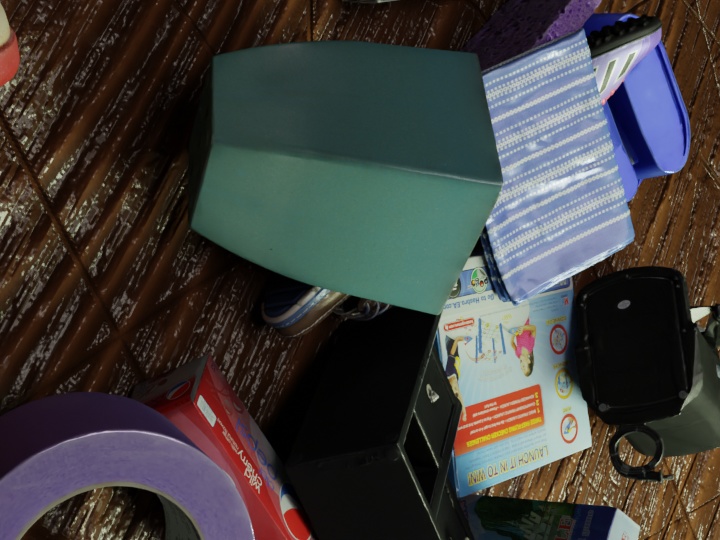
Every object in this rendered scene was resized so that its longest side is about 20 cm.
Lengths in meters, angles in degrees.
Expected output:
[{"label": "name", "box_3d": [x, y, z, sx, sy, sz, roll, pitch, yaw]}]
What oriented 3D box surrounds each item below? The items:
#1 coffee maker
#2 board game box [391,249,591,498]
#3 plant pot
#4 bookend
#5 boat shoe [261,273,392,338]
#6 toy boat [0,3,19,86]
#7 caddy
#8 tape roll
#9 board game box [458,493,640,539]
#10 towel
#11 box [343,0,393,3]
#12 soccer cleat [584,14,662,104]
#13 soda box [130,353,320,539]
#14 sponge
[{"label": "coffee maker", "box_3d": [0.280, 0.117, 1.244, 0.200, 0.133, 0.195, 38, 68, -57]}, {"label": "board game box", "box_3d": [0.119, 0.082, 1.167, 0.198, 0.055, 0.199, -10, 94, -45]}, {"label": "plant pot", "box_3d": [-0.021, -0.076, 0.942, 0.197, 0.142, 0.143, 7, 47, -15]}, {"label": "bookend", "box_3d": [0.041, 0.163, 1.016, 0.199, 0.091, 0.202, -66, 137, -58]}, {"label": "boat shoe", "box_3d": [0.000, 0.000, 1.044, 0.200, 0.072, 0.073, -45, 117, -37]}, {"label": "toy boat", "box_3d": [-0.286, -0.090, 0.755, 0.200, 0.129, 0.132, -45, 147, -36]}, {"label": "caddy", "box_3d": [0.228, -0.155, 1.262, 0.140, 0.105, 0.202, -28, 105, -18]}, {"label": "tape roll", "box_3d": [-0.170, 0.184, 0.809, 0.197, 0.085, 0.203, -6, 103, -26]}, {"label": "board game box", "box_3d": [0.107, 0.281, 1.041, 0.041, 0.198, 0.202, 40, 60, -34]}, {"label": "towel", "box_3d": [0.156, -0.085, 1.110, 0.143, 0.024, 0.202, -25, 112, -15]}, {"label": "box", "box_3d": [0.050, -0.335, 1.101, 0.157, 0.049, 0.203, -19, 115, -43]}, {"label": "soccer cleat", "box_3d": [0.185, -0.155, 1.154, 0.074, 0.198, 0.068, 58, 15, -11]}, {"label": "soda box", "box_3d": [-0.090, 0.163, 0.931, 0.201, 0.069, 0.064, 59, 18, -23]}, {"label": "sponge", "box_3d": [0.158, -0.225, 1.189, 0.200, 0.111, 0.030, -50, 117, -35]}]
